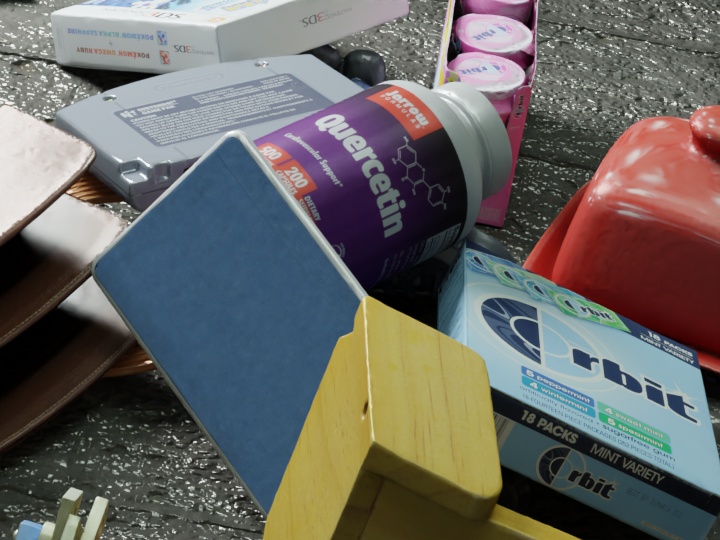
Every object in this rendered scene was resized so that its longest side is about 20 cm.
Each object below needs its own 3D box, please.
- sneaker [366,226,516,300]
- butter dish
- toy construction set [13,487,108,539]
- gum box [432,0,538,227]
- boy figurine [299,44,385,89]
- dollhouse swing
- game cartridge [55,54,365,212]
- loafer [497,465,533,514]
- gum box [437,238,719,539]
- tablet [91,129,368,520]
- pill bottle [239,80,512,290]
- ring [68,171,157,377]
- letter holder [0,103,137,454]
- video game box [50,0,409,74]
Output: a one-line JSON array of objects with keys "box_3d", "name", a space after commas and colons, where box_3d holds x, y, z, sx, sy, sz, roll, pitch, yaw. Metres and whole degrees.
[{"box_3d": [0.000, 0.000, 1.642, 0.198, 0.070, 0.082, 13, 48, 13], "name": "sneaker"}, {"box_3d": [0.226, -0.040, 1.681, 0.198, 0.149, 0.200, 19, 33, 15], "name": "butter dish"}, {"box_3d": [-0.226, 0.161, 1.300, 0.198, 0.093, 0.131, 4, 31, 10], "name": "toy construction set"}, {"box_3d": [0.085, -0.129, 1.809, 0.066, 0.114, 0.200, 10, 32, 0], "name": "gum box"}, {"box_3d": [-0.020, -0.088, 1.764, 0.123, 0.065, 0.200, 10, 29, -5], "name": "boy figurine"}, {"box_3d": [0.052, 0.156, 1.284, 0.174, 0.201, 0.182, 15, 31, -11], "name": "dollhouse swing"}, {"box_3d": [-0.093, -0.095, 1.674, 0.199, 0.041, 0.133, -15, 35, -28], "name": "game cartridge"}, {"box_3d": [0.034, 0.082, 1.508, 0.070, 0.069, 0.200, -28, 44, -33], "name": "loafer"}, {"box_3d": [0.127, 0.071, 1.506, 0.169, 0.045, 0.200, 25, 22, -9], "name": "gum box"}, {"box_3d": [-0.058, 0.034, 1.453, 0.200, 0.130, 0.014, 53, 16, 16], "name": "tablet"}, {"box_3d": [-0.004, -0.047, 1.554, 0.199, 0.113, 0.112, -27, 47, -32], "name": "pill bottle"}, {"box_3d": [-0.156, 0.001, 1.594, 0.199, 0.019, 0.201, -1, 40, 1], "name": "ring"}, {"box_3d": [-0.218, 0.011, 1.485, 0.141, 0.101, 0.200, 24, 43, 25], "name": "letter holder"}, {"box_3d": [-0.096, -0.189, 1.860, 0.181, 0.047, 0.199, 12, 26, 41], "name": "video game box"}]
